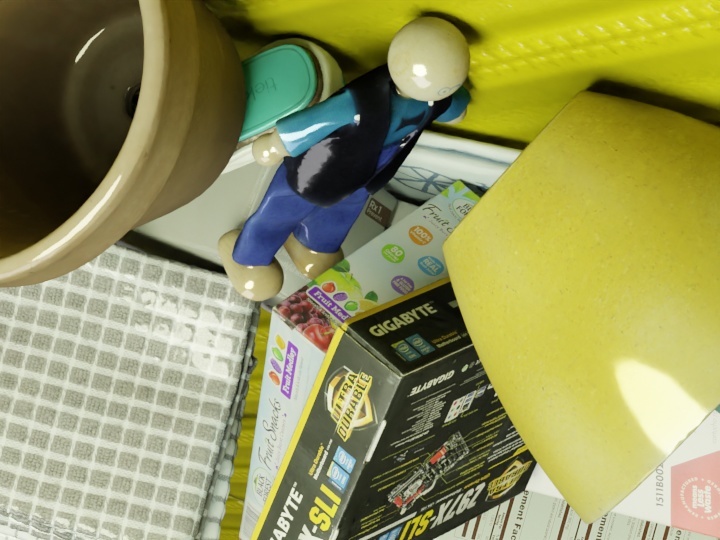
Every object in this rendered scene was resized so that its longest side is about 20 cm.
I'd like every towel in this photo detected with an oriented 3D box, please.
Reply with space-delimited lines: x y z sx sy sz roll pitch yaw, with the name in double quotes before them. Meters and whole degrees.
"towel" -0.157 0.063 1.470 0.199 0.167 0.086 14 161 -2

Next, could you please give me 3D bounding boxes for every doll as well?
"doll" 0.000 -0.062 1.364 0.136 0.049 0.200 -17 158 -34

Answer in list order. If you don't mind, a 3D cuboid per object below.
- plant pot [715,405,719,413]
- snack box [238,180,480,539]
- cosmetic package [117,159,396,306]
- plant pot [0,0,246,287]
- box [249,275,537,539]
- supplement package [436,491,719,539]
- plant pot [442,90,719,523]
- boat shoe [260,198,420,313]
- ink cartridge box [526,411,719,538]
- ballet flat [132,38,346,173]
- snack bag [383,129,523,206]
"plant pot" 0.286 0.061 1.394 0.199 0.142 0.141 12 165 46
"snack box" 0.008 0.064 1.486 0.053 0.142 0.201 38 144 23
"cosmetic package" -0.090 -0.041 1.543 0.199 0.091 0.107 18 170 47
"plant pot" -0.141 -0.091 1.320 0.199 0.202 0.174 11 -177 25
"box" 0.041 0.074 1.433 0.049 0.160 0.199 41 -142 23
"supplement package" 0.158 0.157 1.876 0.199 0.148 0.191 14 166 14
"plant pot" 0.123 -0.001 1.317 0.142 0.200 0.200 42 165 2
"boat shoe" 0.000 0.000 1.588 0.072 0.066 0.199 28 165 -32
"ink cartridge box" 0.131 0.067 1.547 0.199 0.067 0.117 12 120 28
"ballet flat" -0.094 -0.065 1.432 0.199 0.070 0.069 -18 152 20
"snack bag" 0.090 -0.031 1.524 0.187 0.022 0.200 12 166 26
